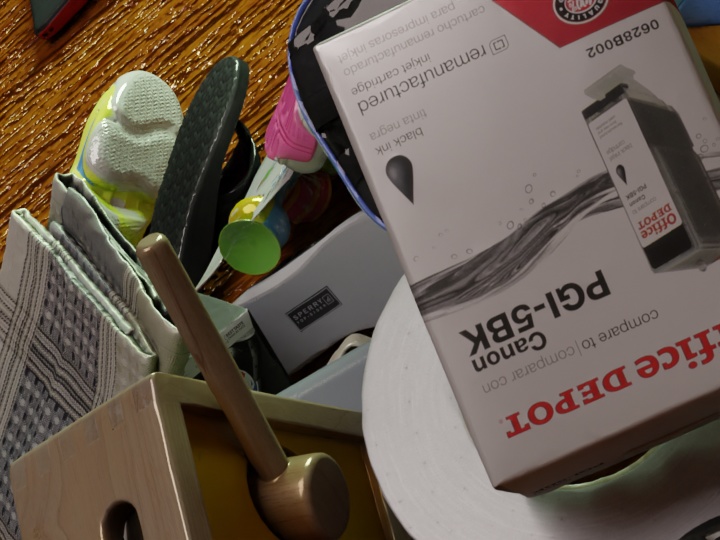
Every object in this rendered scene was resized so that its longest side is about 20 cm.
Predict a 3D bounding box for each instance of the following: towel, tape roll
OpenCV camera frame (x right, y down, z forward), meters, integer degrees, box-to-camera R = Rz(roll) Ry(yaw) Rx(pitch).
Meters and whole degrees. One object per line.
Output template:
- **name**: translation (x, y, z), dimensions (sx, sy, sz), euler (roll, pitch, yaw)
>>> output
- **towel**: translation (-0.159, 0.069, 1.287), dimensions (0.193, 0.034, 0.201), euler (47, 123, 52)
- **tape roll**: translation (0.103, 0.058, 1.077), dimensions (0.199, 0.066, 0.202), euler (-9, 63, 18)

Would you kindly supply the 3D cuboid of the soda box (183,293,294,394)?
- **soda box**: translation (-0.116, 0.050, 1.339), dimensions (0.071, 0.064, 0.200), euler (-40, 26, -20)

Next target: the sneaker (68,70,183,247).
- **sneaker**: translation (-0.179, -0.033, 1.570), dimensions (0.105, 0.076, 0.201), euler (-18, 50, 44)

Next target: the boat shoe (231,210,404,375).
- **boat shoe**: translation (0.000, 0.000, 1.328), dimensions (0.199, 0.069, 0.057), euler (-26, 16, 35)

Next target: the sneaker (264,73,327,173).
- **sneaker**: translation (0.014, -0.107, 1.323), dimensions (0.200, 0.088, 0.082), euler (-54, -9, -52)

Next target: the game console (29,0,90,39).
- **game console**: translation (-0.201, -0.289, 1.852), dimensions (0.177, 0.031, 0.201), euler (-42, 36, 20)

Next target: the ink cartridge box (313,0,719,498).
- **ink cartridge box**: translation (0.087, -0.026, 0.999), dimensions (0.146, 0.083, 0.201), euler (-25, 79, 9)

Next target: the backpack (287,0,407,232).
- **backpack**: translation (0.081, -0.098, 1.194), dimensions (0.199, 0.147, 0.184), euler (-32, 71, 10)

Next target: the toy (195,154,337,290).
- **toy**: translation (-0.031, -0.058, 1.407), dimensions (0.115, 0.047, 0.200), euler (-49, 7, 35)

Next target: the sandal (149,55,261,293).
- **sandal**: translation (-0.096, -0.031, 1.496), dimensions (0.075, 0.048, 0.202), euler (4, 80, 63)

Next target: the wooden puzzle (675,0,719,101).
- **wooden puzzle**: translation (0.181, -0.128, 1.083), dimensions (0.200, 0.185, 0.037), euler (-52, -8, -24)

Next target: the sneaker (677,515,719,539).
- **sneaker**: translation (0.221, 0.136, 0.943), dimensions (0.199, 0.078, 0.091), euler (-7, 98, 33)

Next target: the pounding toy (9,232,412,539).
- **pounding toy**: translation (-0.057, 0.116, 1.087), dimensions (0.142, 0.184, 0.201), euler (-32, 61, 32)

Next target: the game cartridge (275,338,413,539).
- **game cartridge**: translation (0.019, 0.130, 1.165), dimensions (0.133, 0.040, 0.201), euler (-30, 62, 29)

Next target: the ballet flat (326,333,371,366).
- **ballet flat**: translation (0.030, 0.049, 1.237), dimensions (0.200, 0.068, 0.068), euler (-42, 15, 19)
